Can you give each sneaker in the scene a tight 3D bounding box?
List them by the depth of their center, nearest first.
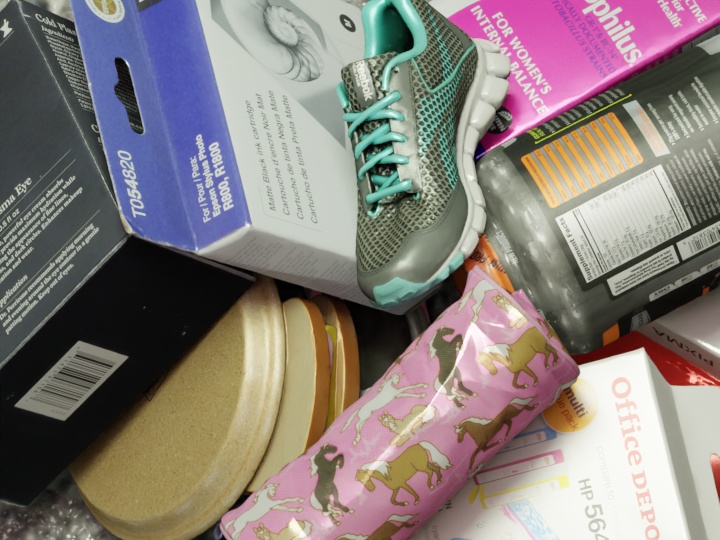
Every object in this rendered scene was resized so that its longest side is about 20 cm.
[{"bbox_3d":[0.017,-0.068,1.553,0.077,0.091,0.200,-25,36,31],"label":"sneaker"},{"bbox_3d":[0.000,0.000,1.674,0.070,0.082,0.200,-21,69,-1],"label":"sneaker"}]

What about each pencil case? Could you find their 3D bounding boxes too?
[{"bbox_3d":[0.021,0.089,1.499,0.200,0.083,0.087,-45,43,-1],"label":"pencil case"}]

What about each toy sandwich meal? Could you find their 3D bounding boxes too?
[{"bbox_3d":[-0.086,0.062,1.650,0.205,0.070,0.206,-15,69,44],"label":"toy sandwich meal"}]

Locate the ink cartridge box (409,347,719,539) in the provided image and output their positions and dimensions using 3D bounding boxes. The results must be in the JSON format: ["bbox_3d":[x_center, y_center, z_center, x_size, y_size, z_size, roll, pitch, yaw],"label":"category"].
[{"bbox_3d":[0.105,0.132,1.573,0.199,0.125,0.129,-17,68,12],"label":"ink cartridge box"}]

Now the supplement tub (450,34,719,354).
[{"bbox_3d":[0.144,-0.035,1.600,0.200,0.123,0.123,-26,69,-3],"label":"supplement tub"}]

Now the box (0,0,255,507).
[{"bbox_3d":[-0.185,-0.009,1.628,0.200,0.104,0.182,-43,53,21],"label":"box"}]

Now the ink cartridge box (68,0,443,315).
[{"bbox_3d":[-0.058,-0.084,1.600,0.041,0.200,0.200,-39,53,33],"label":"ink cartridge box"}]

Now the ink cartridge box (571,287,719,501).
[{"bbox_3d":[0.191,0.046,1.654,0.200,0.045,0.176,30,75,17],"label":"ink cartridge box"}]

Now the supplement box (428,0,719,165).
[{"bbox_3d":[0.128,-0.129,1.696,0.200,0.103,0.101,-30,68,-6],"label":"supplement box"}]
